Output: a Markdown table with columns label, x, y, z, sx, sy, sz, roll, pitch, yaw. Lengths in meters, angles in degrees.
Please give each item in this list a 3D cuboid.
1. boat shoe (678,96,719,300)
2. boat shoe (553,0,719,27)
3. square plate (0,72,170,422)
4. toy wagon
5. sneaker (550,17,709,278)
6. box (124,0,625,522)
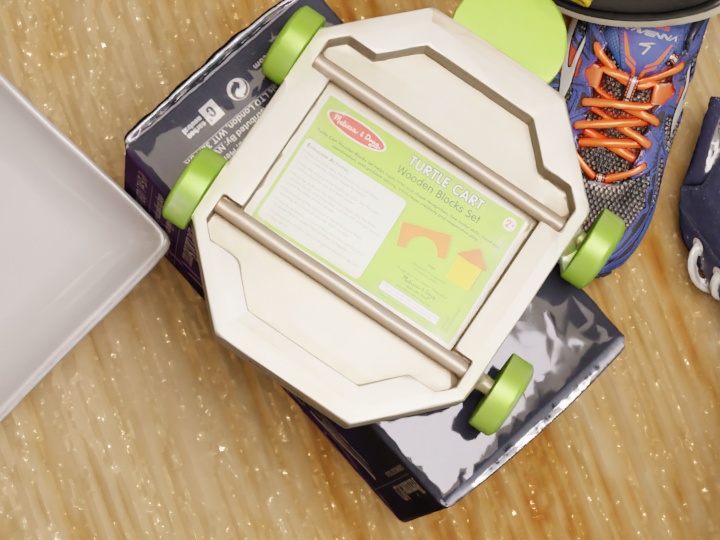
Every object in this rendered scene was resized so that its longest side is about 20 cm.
| label | x | y | z | sx | sy | sz | roll | pitch | yaw |
| --- | --- | --- | --- | --- | --- | --- | --- | --- | --- |
| boat shoe | 0.188 | 0.013 | 1.043 | 0.092 | 0.075 | 0.201 | 11 | 89 | 24 |
| boat shoe | 0.081 | -0.167 | 1.011 | 0.201 | 0.063 | 0.074 | 30 | 80 | 30 |
| square plate | -0.214 | -0.014 | 0.995 | 0.200 | 0.028 | 0.198 | 45 | 101 | 3 |
| toy wagon | 0.026 | -0.038 | 0.893 | 0.155 | 0.040 | 0.200 | 34 | 79 | 0 |
| sneaker | 0.119 | -0.094 | 1.040 | 0.075 | 0.078 | 0.201 | 14 | 80 | -2 |
| box | 0.000 | 0.000 | 0.978 | 0.104 | 0.148 | 0.200 | -41 | 86 | -10 |
